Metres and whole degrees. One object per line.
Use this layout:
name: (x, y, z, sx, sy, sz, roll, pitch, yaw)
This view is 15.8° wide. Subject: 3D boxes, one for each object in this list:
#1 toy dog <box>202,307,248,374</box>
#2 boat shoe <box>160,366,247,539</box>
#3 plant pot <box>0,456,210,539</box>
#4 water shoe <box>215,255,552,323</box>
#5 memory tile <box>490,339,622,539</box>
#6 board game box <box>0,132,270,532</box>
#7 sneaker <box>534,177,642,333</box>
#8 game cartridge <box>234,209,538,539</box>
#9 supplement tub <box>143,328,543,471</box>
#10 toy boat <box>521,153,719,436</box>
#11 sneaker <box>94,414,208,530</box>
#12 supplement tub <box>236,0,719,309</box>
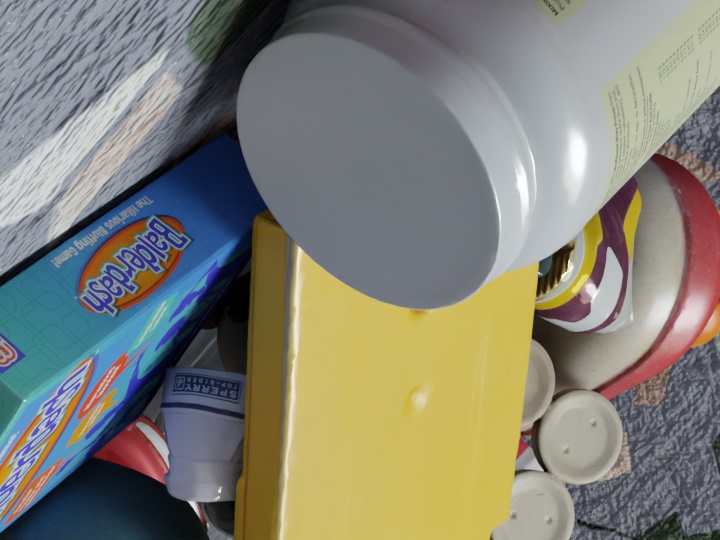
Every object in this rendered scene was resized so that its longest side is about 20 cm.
toy dog: (-0.029, -0.010, 1.288, 0.132, 0.096, 0.200, -58, -177, 39)
boat shoe: (-0.050, 0.090, 1.178, 0.200, 0.073, 0.066, 36, 61, -69)
plant pot: (-0.134, 0.160, 1.156, 0.200, 0.200, 0.135, 118, -12, -64)
water shoe: (0.000, 0.000, 1.186, 0.200, 0.079, 0.071, -21, -173, -16)
memory tile: (0.036, 0.119, 1.318, 0.200, 0.153, 0.017, -57, -161, -11)
board game box: (-0.123, 0.043, 1.043, 0.200, 0.045, 0.152, -40, 169, -52)
sneaker: (0.095, -0.062, 1.308, 0.075, 0.200, 0.090, -18, 151, 30)
game cartridge: (0.012, 0.052, 1.132, 0.176, 0.032, 0.200, -21, 124, -47)
supplement tub: (-0.011, 0.097, 1.413, 0.140, 0.200, 0.140, -47, 174, -7)
toy boat: (0.143, 0.013, 1.418, 0.130, 0.131, 0.200, 4, 160, -23)
sneaker: (-0.129, 0.173, 1.267, 0.116, 0.078, 0.200, -45, 132, -58)
supplement tub: (0.058, -0.090, 1.031, 0.200, 0.145, 0.145, -43, 172, -38)
